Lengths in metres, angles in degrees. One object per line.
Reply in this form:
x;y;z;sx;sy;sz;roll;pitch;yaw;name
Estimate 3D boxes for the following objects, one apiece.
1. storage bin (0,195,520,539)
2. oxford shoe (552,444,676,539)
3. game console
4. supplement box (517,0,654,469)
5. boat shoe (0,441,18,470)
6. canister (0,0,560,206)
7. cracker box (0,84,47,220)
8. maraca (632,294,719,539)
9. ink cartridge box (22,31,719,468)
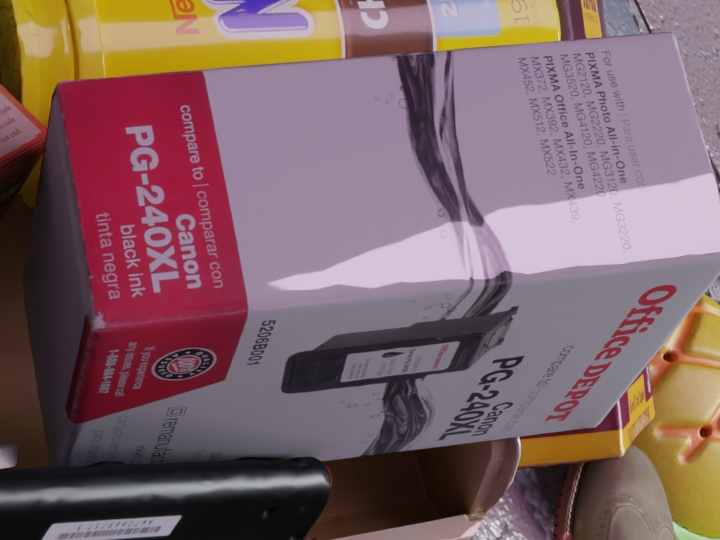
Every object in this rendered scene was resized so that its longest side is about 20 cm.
-0.067;0.022;0.786;0.200;0.094;0.199;-9;66;-18;storage bin
0.129;0.151;0.847;0.070;0.075;0.200;22;47;-37;oxford shoe
-0.119;0.124;0.670;0.200;0.177;0.031;3;38;-50;game console
0.065;-0.023;0.889;0.110;0.086;0.200;-18;101;-75;supplement box
-0.198;0.094;0.640;0.202;0.072;0.060;-12;90;-25;boat shoe
-0.045;-0.105;0.743;0.200;0.087;0.149;-6;60;-26;canister
-0.210;-0.057;0.675;0.200;0.134;0.058;43;37;5;cracker box
0.167;0.091;1.090;0.137;0.107;0.200;-16;79;-46;maraca
0.000;0.000;0.677;0.200;0.145;0.083;-6;66;-15;ink cartridge box
